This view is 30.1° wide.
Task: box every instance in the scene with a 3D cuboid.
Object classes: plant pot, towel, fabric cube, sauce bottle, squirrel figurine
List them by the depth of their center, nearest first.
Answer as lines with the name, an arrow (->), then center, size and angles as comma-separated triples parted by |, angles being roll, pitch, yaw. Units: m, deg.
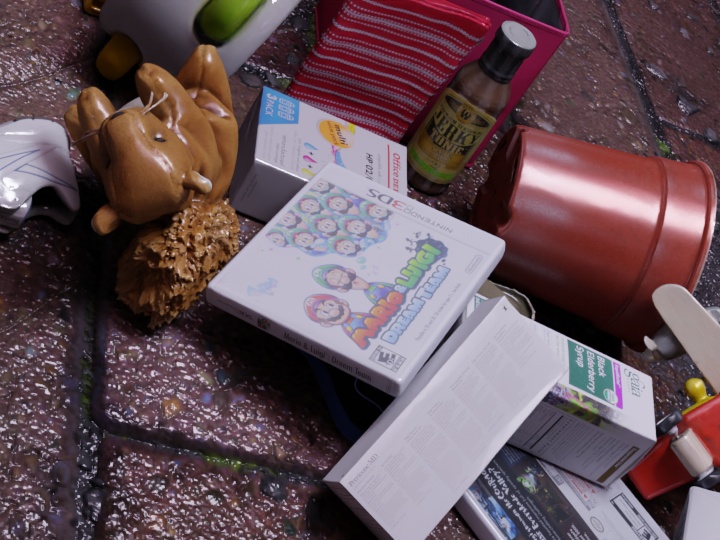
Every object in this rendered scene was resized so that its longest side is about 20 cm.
squirrel figurine -> -0.151, -0.062, 1.058 | 0.140, 0.202, 0.187 | -17, 17, -2
towel -> 0.022, -0.204, 1.330 | 0.143, 0.200, 0.023 | 16, 49, -24
plant pot -> 0.219, -0.044, 1.335 | 0.193, 0.202, 0.202 | 18, 40, -9
sauce bottle -> 0.108, -0.165, 1.353 | 0.064, 0.201, 0.065 | 18, 41, -17
fabric cube -> 0.078, -0.270, 1.442 | 0.195, 0.200, 0.201 | 19, 41, -22

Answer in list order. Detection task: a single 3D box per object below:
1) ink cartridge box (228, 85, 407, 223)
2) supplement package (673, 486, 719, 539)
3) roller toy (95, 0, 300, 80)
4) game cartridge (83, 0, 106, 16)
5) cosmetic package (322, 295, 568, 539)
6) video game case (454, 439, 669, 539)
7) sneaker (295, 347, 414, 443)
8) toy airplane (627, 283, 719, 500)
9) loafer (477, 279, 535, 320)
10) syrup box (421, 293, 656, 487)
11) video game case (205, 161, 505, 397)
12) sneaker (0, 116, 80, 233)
ink cartridge box -> -0.020, -0.082, 1.276 | 0.198, 0.068, 0.116 | 21, 41, -18
supplement package -> 0.316, 0.306, 1.020 | 0.189, 0.148, 0.201 | 15, 37, 12
roller toy -> -0.150, -0.260, 1.255 | 0.140, 0.199, 0.183 | 44, 42, -13
game cartridge -> -0.209, -0.317, 1.411 | 0.175, 0.033, 0.201 | 14, 41, -26
cosmetic package -> 0.068, 0.120, 1.054 | 0.083, 0.051, 0.200 | 47, 72, -11
video game case -> 0.160, 0.197, 1.161 | 0.181, 0.023, 0.201 | -18, 63, -47
sneaker -> -0.019, 0.047, 1.133 | 0.070, 0.078, 0.201 | -11, 58, -43
toy airplane -> 0.349, 0.124, 1.234 | 0.197, 0.141, 0.202 | 9, 79, 1
loafer -> 0.086, 0.024, 1.245 | 0.198, 0.070, 0.076 | 13, 43, -27
syrup box -> 0.156, 0.104, 1.169 | 0.198, 0.082, 0.079 | 25, 41, -14
video game case -> 0.000, 0.000, 1.115 | 0.181, 0.024, 0.200 | 25, 46, 17
sneaker -> -0.304, -0.073, 1.049 | 0.199, 0.075, 0.088 | -8, 60, -41
